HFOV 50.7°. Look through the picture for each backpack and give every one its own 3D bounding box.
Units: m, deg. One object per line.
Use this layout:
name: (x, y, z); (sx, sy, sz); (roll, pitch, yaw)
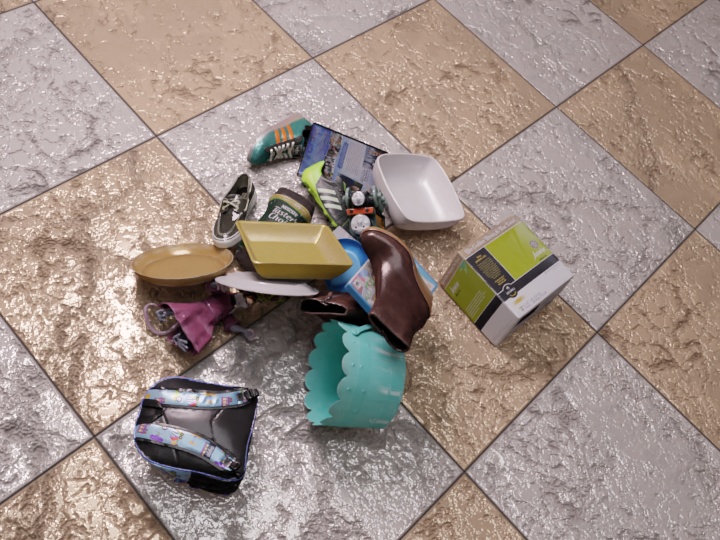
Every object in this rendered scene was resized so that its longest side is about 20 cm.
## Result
backpack: (-0.290, 0.285, 1.326); (0.197, 0.135, 0.185); (13, 56, -9)

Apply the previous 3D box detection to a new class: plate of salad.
plate of salad: (-0.177, 0.037, 1.440); (0.197, 0.200, 0.049); (7, 97, -12)

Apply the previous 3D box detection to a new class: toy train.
toy train: (0.014, -0.116, 1.633); (0.084, 0.200, 0.116); (-4, 87, 8)

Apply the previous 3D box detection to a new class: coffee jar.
coffee jar: (-0.178, -0.084, 1.626); (0.103, 0.086, 0.201); (26, 54, 3)

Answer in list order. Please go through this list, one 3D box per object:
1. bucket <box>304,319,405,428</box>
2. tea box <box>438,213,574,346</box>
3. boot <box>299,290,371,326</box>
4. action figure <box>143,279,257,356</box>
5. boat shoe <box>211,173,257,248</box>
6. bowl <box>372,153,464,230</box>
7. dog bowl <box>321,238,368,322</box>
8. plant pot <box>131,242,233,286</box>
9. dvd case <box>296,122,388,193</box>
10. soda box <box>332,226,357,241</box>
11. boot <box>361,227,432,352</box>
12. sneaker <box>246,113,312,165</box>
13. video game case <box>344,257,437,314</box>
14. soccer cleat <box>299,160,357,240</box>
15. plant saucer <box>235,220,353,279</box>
bucket: (-0.012, 0.199, 1.428); (0.133, 0.207, 0.210); (13, 55, -21)
tea box: (0.319, 0.018, 1.678); (0.199, 0.134, 0.197); (-30, 71, -30)
boot: (-0.006, 0.080, 1.451); (0.197, 0.166, 0.074); (7, 93, 12)
action figure: (-0.297, 0.089, 1.494); (0.199, 0.148, 0.136); (-32, 112, -46)
boat shoe: (-0.273, -0.130, 1.619); (0.070, 0.064, 0.201); (3, 43, 8)
bowl: (0.123, -0.173, 1.761); (0.198, 0.075, 0.202); (-4, 60, -36)
dog bowl: (-0.022, 0.036, 1.570); (0.110, 0.050, 0.203); (-11, 84, 10)
plant pot: (-0.351, -0.010, 1.506); (0.197, 0.028, 0.201); (0, 22, 0)
dvd case: (-0.039, -0.249, 1.779); (0.198, 0.018, 0.144); (20, 67, -12)
soda box: (0.000, 0.000, 1.638); (0.200, 0.064, 0.068); (41, 56, 11)
boot: (0.051, 0.030, 1.373); (0.200, 0.072, 0.167); (49, 37, -9)
sneaker: (-0.176, -0.295, 1.770); (0.080, 0.072, 0.200); (38, 54, 14)
video game case: (0.064, 0.030, 1.468); (0.143, 0.018, 0.200); (47, 40, -5)
soccer cleat: (-0.055, -0.154, 1.697); (0.081, 0.068, 0.201); (-35, 84, 1)
plant saucer: (-0.136, -0.035, 1.488); (0.197, 0.049, 0.200); (2, 25, -21)
